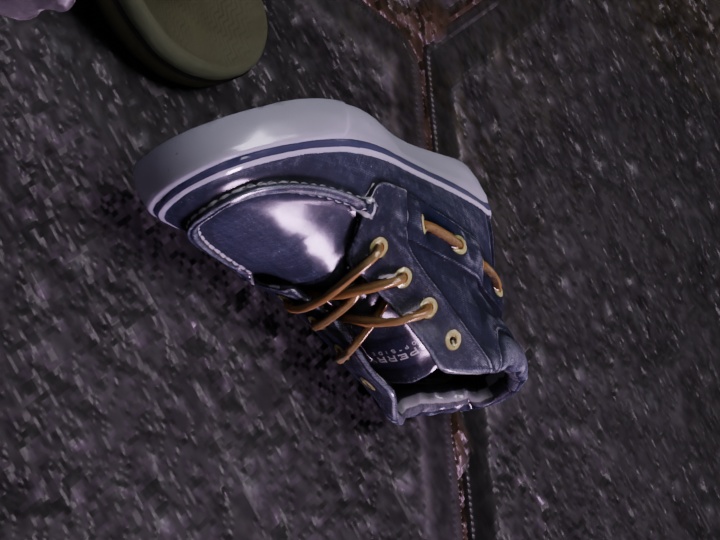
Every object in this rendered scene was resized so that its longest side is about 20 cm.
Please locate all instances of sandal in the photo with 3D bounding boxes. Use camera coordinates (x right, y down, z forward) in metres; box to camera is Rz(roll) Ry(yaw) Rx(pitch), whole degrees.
[{"bbox_3d":[-0.071,-0.136,0.944,0.201,0.057,0.080,60,23,-50],"label":"sandal"}]

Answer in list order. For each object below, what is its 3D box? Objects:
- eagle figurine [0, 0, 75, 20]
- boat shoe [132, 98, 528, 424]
[{"bbox_3d":[-0.184,-0.126,0.716,0.200,0.151,0.152,-5,62,-49],"label":"eagle figurine"},{"bbox_3d":[0.000,0.000,0.970,0.200,0.071,0.091,11,56,-58],"label":"boat shoe"}]
